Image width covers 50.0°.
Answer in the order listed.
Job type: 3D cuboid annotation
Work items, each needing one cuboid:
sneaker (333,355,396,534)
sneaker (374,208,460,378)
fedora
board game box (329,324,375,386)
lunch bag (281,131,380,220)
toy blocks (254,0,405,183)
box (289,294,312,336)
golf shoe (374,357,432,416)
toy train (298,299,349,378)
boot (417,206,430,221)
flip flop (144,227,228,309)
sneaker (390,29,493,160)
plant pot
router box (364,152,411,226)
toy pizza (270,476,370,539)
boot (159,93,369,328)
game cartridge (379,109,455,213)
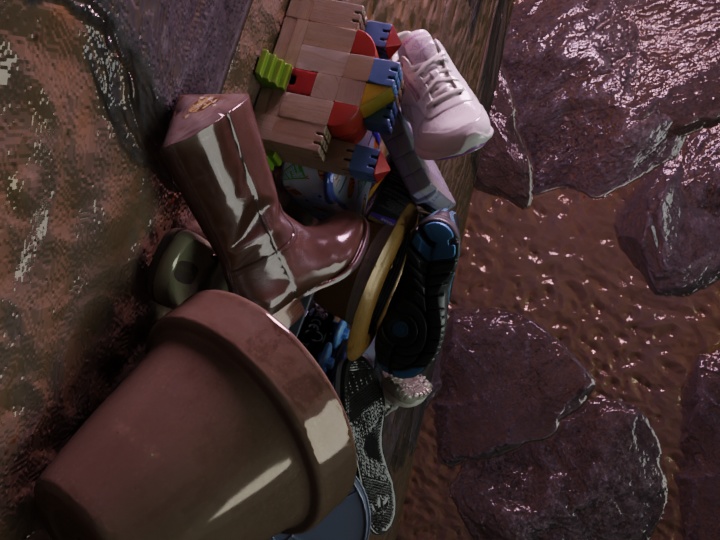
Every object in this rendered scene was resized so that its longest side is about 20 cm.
[{"bbox_3d":[-0.027,0.203,0.914,0.083,0.119,0.204,-6,88,-48],"label":"sneaker"},{"bbox_3d":[0.072,0.028,0.856,0.082,0.072,0.203,-54,164,-64],"label":"sneaker"},{"bbox_3d":[0.000,0.000,0.861,0.201,0.081,0.204,22,89,-82],"label":"fedora"},{"bbox_3d":[-0.032,0.162,1.057,0.200,0.041,0.202,-79,-167,-67],"label":"board game box"},{"bbox_3d":[-0.027,-0.145,0.889,0.200,0.074,0.163,48,55,-76],"label":"lunch bag"},{"bbox_3d":[-0.020,-0.175,0.741,0.100,0.134,0.203,56,49,-73],"label":"toy blocks"},{"bbox_3d":[-0.092,0.072,0.789,0.158,0.050,0.203,124,-14,-68],"label":"box"},{"bbox_3d":[0.034,0.161,0.983,0.098,0.077,0.200,-62,-176,-1],"label":"golf shoe"},{"bbox_3d":[-0.075,0.124,0.953,0.201,0.085,0.115,-65,173,-47],"label":"toy train"},{"bbox_3d":[0.053,-0.004,1.064,0.155,0.073,0.204,-61,-174,-14],"label":"boot"},{"bbox_3d":[-0.121,0.009,0.674,0.200,0.057,0.083,40,65,-77],"label":"flip flop"},{"bbox_3d":[0.067,-0.176,0.763,0.201,0.074,0.101,-116,-178,-56],"label":"sneaker"},{"bbox_3d":[-0.127,0.143,0.554,0.174,0.198,0.203,-37,144,-40],"label":"plant pot"},{"bbox_3d":[0.022,-0.072,1.057,0.200,0.052,0.159,-52,-166,58],"label":"router box"},{"bbox_3d":[-0.086,0.275,0.841,0.032,0.196,0.204,-116,-145,-72],"label":"toy pizza"},{"bbox_3d":[-0.072,-0.072,0.647,0.187,0.063,0.203,-51,130,-44],"label":"boot"},{"bbox_3d":[0.059,-0.131,0.888,0.132,0.038,0.200,68,13,7],"label":"game cartridge"}]
